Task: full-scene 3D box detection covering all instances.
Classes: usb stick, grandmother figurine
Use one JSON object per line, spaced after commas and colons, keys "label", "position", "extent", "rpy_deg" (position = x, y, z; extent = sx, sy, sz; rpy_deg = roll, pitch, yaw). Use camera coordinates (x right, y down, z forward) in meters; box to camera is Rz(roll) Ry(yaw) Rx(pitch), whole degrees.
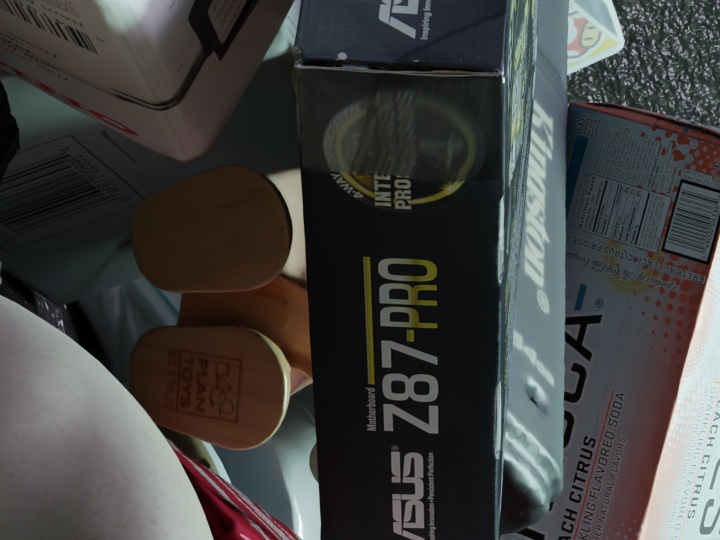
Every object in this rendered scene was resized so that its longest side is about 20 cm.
{"label": "usb stick", "position": [0.037, -0.021, 0.811], "extent": [0.056, 0.032, 0.201], "rpy_deg": [55, 29, -42]}
{"label": "grandmother figurine", "position": [0.000, 0.000, 0.819], "extent": [0.200, 0.060, 0.122], "rpy_deg": [-26, 128, -65]}

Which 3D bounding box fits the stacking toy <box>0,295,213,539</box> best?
{"label": "stacking toy", "position": [-0.088, 0.106, 0.473], "extent": [0.201, 0.145, 0.147], "rpy_deg": [87, -7, -52]}

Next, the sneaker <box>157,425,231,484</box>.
{"label": "sneaker", "position": [-0.042, 0.140, 0.826], "extent": [0.108, 0.070, 0.201], "rpy_deg": [18, 61, -75]}

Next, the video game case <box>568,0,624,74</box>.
{"label": "video game case", "position": [-0.018, -0.104, 1.056], "extent": [0.182, 0.199, 0.023], "rpy_deg": [64, 3, -48]}

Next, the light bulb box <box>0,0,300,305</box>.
{"label": "light bulb box", "position": [-0.088, -0.120, 0.876], "extent": [0.198, 0.124, 0.201], "rpy_deg": [47, 26, -71]}

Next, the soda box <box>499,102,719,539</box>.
{"label": "soda box", "position": [0.078, 0.055, 0.870], "extent": [0.068, 0.063, 0.201], "rpy_deg": [7, 99, -53]}

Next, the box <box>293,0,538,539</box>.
{"label": "box", "position": [0.018, -0.060, 0.689], "extent": [0.162, 0.049, 0.201], "rpy_deg": [91, 4, -50]}

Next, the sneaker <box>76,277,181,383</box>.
{"label": "sneaker", "position": [-0.046, 0.038, 1.003], "extent": [0.070, 0.080, 0.201], "rpy_deg": [-51, 125, -83]}

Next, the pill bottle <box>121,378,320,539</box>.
{"label": "pill bottle", "position": [0.008, 0.066, 0.936], "extent": [0.199, 0.116, 0.117], "rpy_deg": [-8, 79, -50]}

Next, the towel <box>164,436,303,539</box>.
{"label": "towel", "position": [0.015, 0.103, 0.722], "extent": [0.200, 0.023, 0.145], "rpy_deg": [38, -2, -20]}

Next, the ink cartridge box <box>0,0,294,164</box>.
{"label": "ink cartridge box", "position": [-0.086, -0.105, 0.645], "extent": [0.144, 0.085, 0.200], "rpy_deg": [28, -6, 5]}

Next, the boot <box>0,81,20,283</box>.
{"label": "boot", "position": [-0.097, 0.038, 0.634], "extent": [0.158, 0.079, 0.212], "rpy_deg": [-99, 168, -46]}
